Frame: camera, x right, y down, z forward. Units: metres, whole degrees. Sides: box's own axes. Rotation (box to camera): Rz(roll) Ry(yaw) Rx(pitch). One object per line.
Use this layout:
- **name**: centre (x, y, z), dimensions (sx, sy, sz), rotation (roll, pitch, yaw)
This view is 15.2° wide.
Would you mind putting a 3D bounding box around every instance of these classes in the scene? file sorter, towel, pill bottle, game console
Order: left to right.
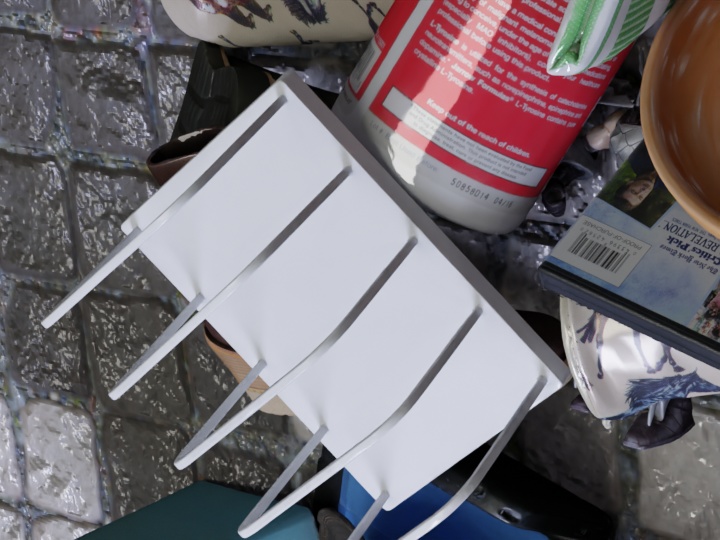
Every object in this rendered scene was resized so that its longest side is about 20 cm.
- **file sorter**: centre (-0.031, 0.038, 1.289), dimensions (0.200, 0.125, 0.139), rotation (47, 128, -4)
- **game console**: centre (0.027, 0.140, 1.500), dimensions (0.200, 0.176, 0.116), rotation (28, 95, 31)
- **pill bottle**: centre (0.079, -0.127, 1.320), dimensions (0.112, 0.112, 0.200), rotation (39, 108, 24)
- **towel**: centre (0.147, -0.176, 1.204), dimensions (0.023, 0.200, 0.153), rotation (27, 123, 14)

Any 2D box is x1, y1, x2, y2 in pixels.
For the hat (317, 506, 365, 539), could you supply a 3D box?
- **hat**: centre (0.016, 0.232, 1.502), dimensions (0.201, 0.081, 0.201), rotation (49, 172, 9)

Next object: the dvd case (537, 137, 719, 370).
- **dvd case**: centre (0.194, -0.041, 1.230), dimensions (0.143, 0.200, 0.018), rotation (27, 155, 32)

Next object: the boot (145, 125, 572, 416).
- **boot**: centre (0.000, 0.000, 1.363), dimensions (0.200, 0.072, 0.166), rotation (-4, 124, 25)

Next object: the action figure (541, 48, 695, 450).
- **action figure**: centre (0.147, -0.018, 1.359), dimensions (0.130, 0.069, 0.200), rotation (22, 116, 45)

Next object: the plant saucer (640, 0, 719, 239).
- **plant saucer**: centre (0.226, -0.081, 1.204), dimensions (0.200, 0.200, 0.037), rotation (24, 161, 34)

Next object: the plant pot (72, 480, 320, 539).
- **plant pot**: centre (-0.131, 0.230, 1.594), dimensions (0.141, 0.200, 0.142), rotation (6, 112, 58)

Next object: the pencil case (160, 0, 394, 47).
- **pencil case**: centre (-0.025, -0.166, 1.445), dimensions (0.200, 0.078, 0.090), rotation (1, 124, 42)

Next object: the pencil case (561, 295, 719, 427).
- **pencil case**: centre (0.197, 0.021, 1.260), dimensions (0.200, 0.078, 0.089), rotation (-7, 141, 15)

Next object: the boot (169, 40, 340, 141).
- **boot**: centre (-0.026, -0.072, 1.495), dimensions (0.200, 0.138, 0.078), rotation (-134, 57, -72)
